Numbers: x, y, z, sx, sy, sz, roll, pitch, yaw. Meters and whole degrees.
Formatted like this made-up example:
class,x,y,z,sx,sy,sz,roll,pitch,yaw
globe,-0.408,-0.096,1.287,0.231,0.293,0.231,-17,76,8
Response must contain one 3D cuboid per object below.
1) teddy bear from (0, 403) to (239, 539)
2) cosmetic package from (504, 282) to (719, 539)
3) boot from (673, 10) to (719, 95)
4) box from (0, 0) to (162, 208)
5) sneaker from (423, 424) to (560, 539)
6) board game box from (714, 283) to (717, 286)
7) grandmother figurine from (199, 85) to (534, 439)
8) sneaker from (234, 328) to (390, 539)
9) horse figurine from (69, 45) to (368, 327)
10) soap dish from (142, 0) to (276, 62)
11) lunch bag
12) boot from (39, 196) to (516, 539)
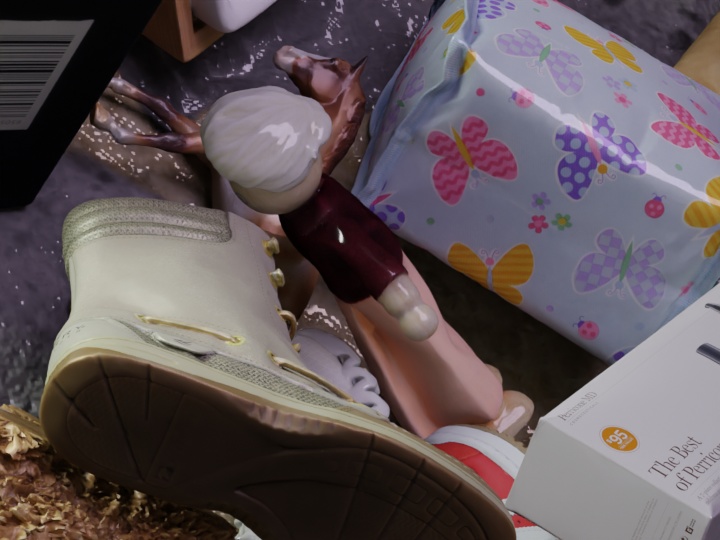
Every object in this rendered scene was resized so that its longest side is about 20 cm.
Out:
class,x,y,z,sx,sy,sz,roll,pitch,yaw
teddy bear,-0.145,0.087,1.171,0.200,0.067,0.145,29,0,-41
cosmetic package,0.144,0.065,1.254,0.082,0.051,0.200,28,29,19
boot,0.204,-0.144,1.608,0.175,0.066,0.200,38,46,0
box,-0.180,-0.161,1.281,0.117,0.197,0.200,-3,58,-35
sneaker,0.051,0.142,1.227,0.112,0.071,0.200,-30,41,-19
board game box,0.194,0.070,1.381,0.105,0.024,0.200,23,24,-10
grandmother figurine,0.000,0.000,1.295,0.061,0.121,0.200,-45,119,-11
sneaker,-0.024,0.113,1.257,0.081,0.075,0.201,1,58,-17
horse figurine,-0.062,-0.025,1.356,0.132,0.050,0.200,13,49,-18
soap dish,-0.059,-0.212,1.432,0.081,0.158,0.200,8,32,28
lunch bag,0.095,-0.056,1.425,0.169,0.127,0.200,30,24,-7
boot,-0.032,0.047,1.208,0.200,0.072,0.155,24,24,-15
